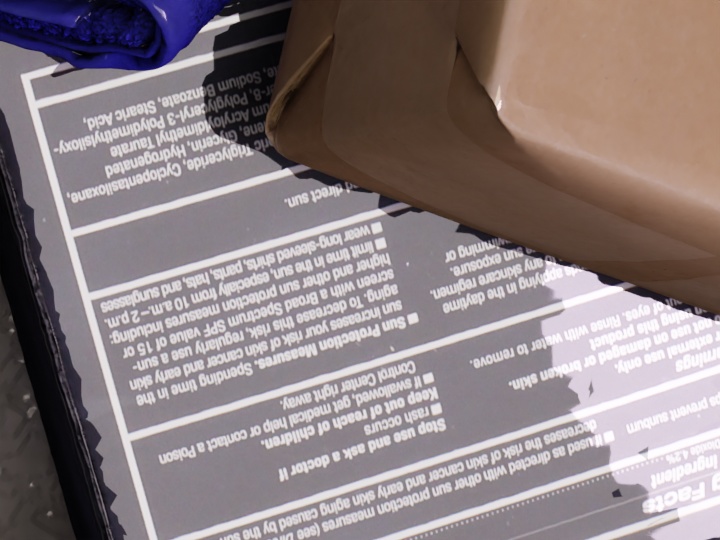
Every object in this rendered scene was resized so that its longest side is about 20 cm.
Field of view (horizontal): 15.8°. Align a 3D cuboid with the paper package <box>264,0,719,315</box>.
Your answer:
[{"bbox_3d":[0.099,-0.090,0.649,0.200,0.103,0.191,17,80,-29],"label":"paper package"}]

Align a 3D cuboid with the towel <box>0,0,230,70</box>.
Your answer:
[{"bbox_3d":[-0.055,-0.135,0.696,0.200,0.147,0.050,-51,154,-33],"label":"towel"}]

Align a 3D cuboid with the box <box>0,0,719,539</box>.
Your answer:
[{"bbox_3d":[0.000,0.000,0.748,0.199,0.123,0.199,-16,98,-11],"label":"box"}]
